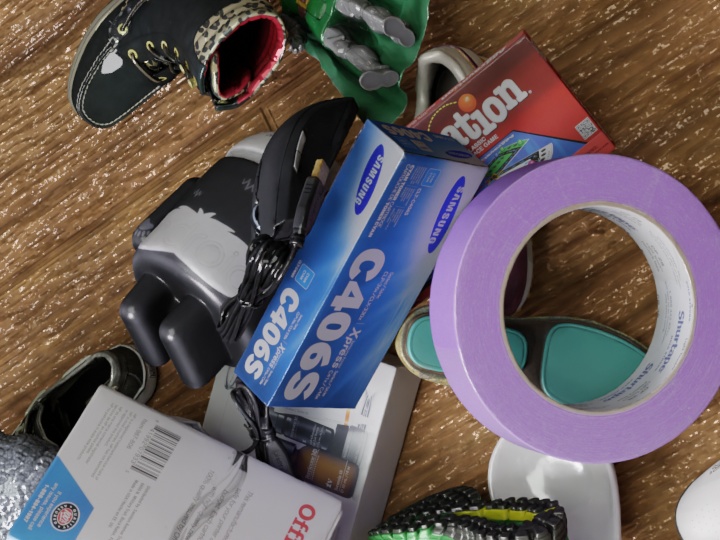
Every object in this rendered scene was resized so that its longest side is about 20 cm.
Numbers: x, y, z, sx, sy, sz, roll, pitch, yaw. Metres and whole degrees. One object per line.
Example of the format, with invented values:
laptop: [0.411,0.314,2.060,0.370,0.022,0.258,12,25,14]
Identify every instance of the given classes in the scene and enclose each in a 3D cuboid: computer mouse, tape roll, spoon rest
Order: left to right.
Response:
computer mouse: [-0.133,0.134,1.385,0.198,0.044,0.110,-10,119,33]
computer mouse: [-0.049,-0.058,1.233,0.046,0.140,0.201,28,62,-7]
tape roll: [0.149,0.025,1.225,0.198,0.066,0.203,0,90,-14]
spoon rest: [0.163,0.188,1.285,0.099,0.060,0.201,-44,71,21]

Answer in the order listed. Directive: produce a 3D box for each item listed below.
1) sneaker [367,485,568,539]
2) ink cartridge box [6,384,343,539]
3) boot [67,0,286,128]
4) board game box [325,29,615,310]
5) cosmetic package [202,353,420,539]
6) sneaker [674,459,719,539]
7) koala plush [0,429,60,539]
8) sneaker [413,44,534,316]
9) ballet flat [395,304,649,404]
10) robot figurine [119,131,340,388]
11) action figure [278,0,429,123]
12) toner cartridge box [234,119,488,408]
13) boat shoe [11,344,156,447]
sneaker: [0.075,0.207,1.295,0.199,0.078,0.086,1,111,57]
ink cartridge box: [-0.131,0.195,1.296,0.198,0.145,0.085,25,141,5]
boot: [-0.143,-0.163,1.410,0.204,0.073,0.154,-46,38,15]
board game box: [0.068,-0.063,1.276,0.199,0.019,0.103,-39,103,14]
cosmetic package: [-0.051,0.145,1.403,0.150,0.052,0.202,18,97,29]
sneaker: [0.284,0.139,1.198,0.200,0.108,0.068,-21,79,25]
koala plush: [-0.288,0.239,1.387,0.176,0.184,0.201,28,58,3]
sneaker: [0.071,-0.061,1.322,0.074,0.090,0.202,-13,82,26]
ballet flat: [0.121,0.063,1.300,0.198,0.071,0.072,11,94,-2]
robot figurine: [-0.087,-0.009,1.354,0.150,0.125,0.200,42,66,-3]
action figure: [-0.021,-0.190,1.361,0.200,0.054,0.119,42,112,53]
toner cartridge box: [0.000,0.000,1.240,0.043,0.095,0.201,41,112,33]
boat shoe: [-0.251,0.132,1.496,0.200,0.063,0.071,-47,70,19]
